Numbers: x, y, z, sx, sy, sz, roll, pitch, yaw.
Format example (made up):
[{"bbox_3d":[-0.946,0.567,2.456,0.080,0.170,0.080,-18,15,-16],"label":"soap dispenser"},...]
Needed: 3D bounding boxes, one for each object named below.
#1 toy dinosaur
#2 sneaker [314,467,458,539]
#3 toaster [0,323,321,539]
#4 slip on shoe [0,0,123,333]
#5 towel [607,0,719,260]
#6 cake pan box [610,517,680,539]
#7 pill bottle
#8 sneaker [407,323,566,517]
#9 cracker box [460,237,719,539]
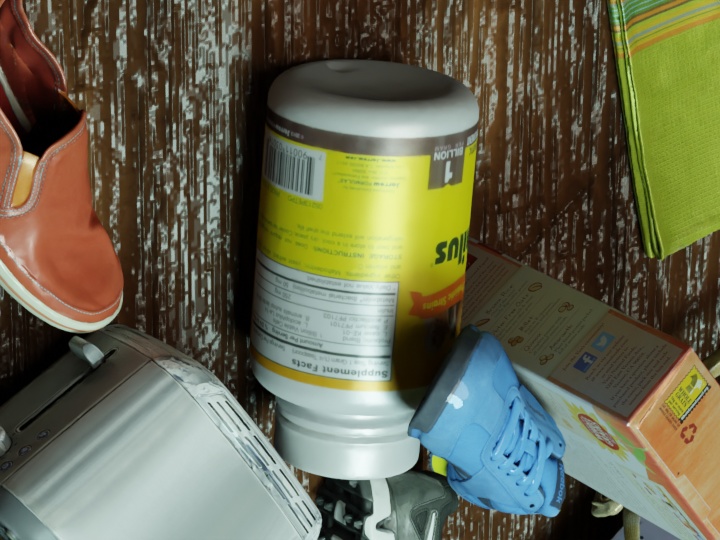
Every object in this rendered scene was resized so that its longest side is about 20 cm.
[{"bbox_3d":[0.160,0.099,1.597,0.058,0.101,0.200,46,49,-13],"label":"toy dinosaur"},{"bbox_3d":[0.016,0.197,1.565,0.090,0.066,0.202,-2,106,-31],"label":"sneaker"},{"bbox_3d":[-0.108,0.124,1.424,0.129,0.113,0.200,-45,123,-15],"label":"toaster"},{"bbox_3d":[-0.156,-0.053,1.345,0.074,0.061,0.201,-59,136,-46],"label":"slip on shoe"},{"bbox_3d":[0.184,-0.109,1.597,0.086,0.018,0.201,-24,119,-25],"label":"towel"},{"bbox_3d":[0.187,0.211,1.669,0.200,0.052,0.184,-48,141,-10],"label":"cake pan box"},{"bbox_3d":[0.000,0.000,1.453,0.109,0.109,0.202,-7,111,-32],"label":"pill bottle"},{"bbox_3d":[0.074,0.083,1.438,0.066,0.078,0.200,-57,165,-9],"label":"sneaker"},{"bbox_3d":[0.128,0.069,1.509,0.058,0.200,0.134,-48,127,-11],"label":"cracker box"}]
